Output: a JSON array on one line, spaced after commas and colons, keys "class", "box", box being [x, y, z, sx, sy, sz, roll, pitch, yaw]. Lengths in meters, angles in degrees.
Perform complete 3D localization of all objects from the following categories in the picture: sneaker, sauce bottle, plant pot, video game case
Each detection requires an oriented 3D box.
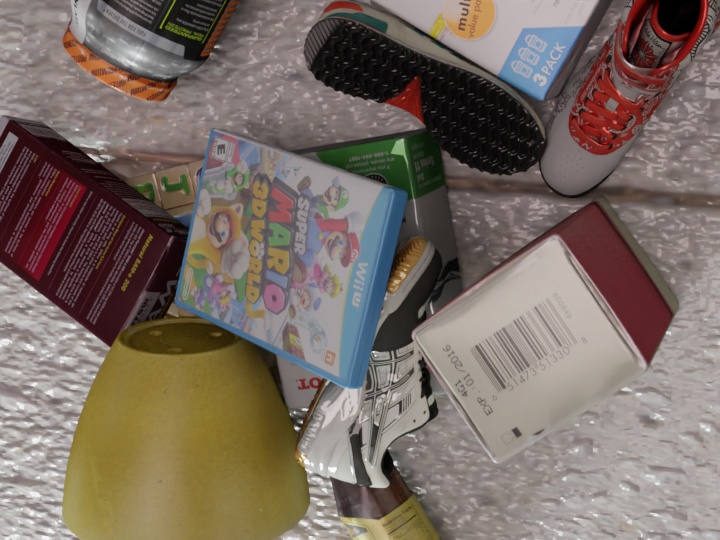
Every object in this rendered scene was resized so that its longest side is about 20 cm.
[{"class": "sneaker", "box": [0.055, -0.149, 1.034, 0.199, 0.094, 0.071, 26, 124, -8]}, {"class": "sneaker", "box": [0.185, -0.134, 0.975, 0.067, 0.108, 0.202, 40, 111, 8]}, {"class": "sneaker", "box": [0.026, 0.070, 1.012, 0.087, 0.076, 0.201, 24, 111, -4]}, {"class": "sauce bottle", "box": [0.019, 0.203, 1.124, 0.066, 0.066, 0.201, -33, 86, 22]}, {"class": "plant pot", "box": [-0.139, 0.119, 1.083, 0.198, 0.200, 0.143, 5, 106, 18]}, {"class": "video game case", "box": [-0.057, -0.013, 1.007, 0.199, 0.018, 0.144, 22, 102, 41]}]

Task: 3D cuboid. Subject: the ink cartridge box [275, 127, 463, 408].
[{"class": "ink cartridge box", "box": [0.000, 0.000, 1.079, 0.145, 0.083, 0.202, -8, 98, 21]}]

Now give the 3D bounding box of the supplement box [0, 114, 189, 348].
[{"class": "supplement box", "box": [-0.239, -0.033, 1.149, 0.199, 0.061, 0.109, 35, 102, 20]}]

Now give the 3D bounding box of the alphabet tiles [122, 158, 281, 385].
[{"class": "alphabet tiles", "box": [-0.137, 0.010, 1.171, 0.166, 0.008, 0.202, -12, 96, 21]}]

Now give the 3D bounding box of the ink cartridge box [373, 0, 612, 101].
[{"class": "ink cartridge box", "box": [0.084, -0.225, 1.014, 0.199, 0.068, 0.116, 32, 109, 11]}]

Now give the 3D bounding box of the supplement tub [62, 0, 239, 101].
[{"class": "supplement tub", "box": [-0.146, -0.241, 1.064, 0.122, 0.122, 0.201, 36, 109, 9]}]

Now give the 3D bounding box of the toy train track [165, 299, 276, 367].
[{"class": "toy train track", "box": [-0.162, 0.035, 1.164, 0.199, 0.033, 0.116, 23, 107, 15]}]

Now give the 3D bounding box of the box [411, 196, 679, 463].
[{"class": "box", "box": [0.138, 0.035, 0.974, 0.127, 0.200, 0.109, -36, 88, 21]}]
